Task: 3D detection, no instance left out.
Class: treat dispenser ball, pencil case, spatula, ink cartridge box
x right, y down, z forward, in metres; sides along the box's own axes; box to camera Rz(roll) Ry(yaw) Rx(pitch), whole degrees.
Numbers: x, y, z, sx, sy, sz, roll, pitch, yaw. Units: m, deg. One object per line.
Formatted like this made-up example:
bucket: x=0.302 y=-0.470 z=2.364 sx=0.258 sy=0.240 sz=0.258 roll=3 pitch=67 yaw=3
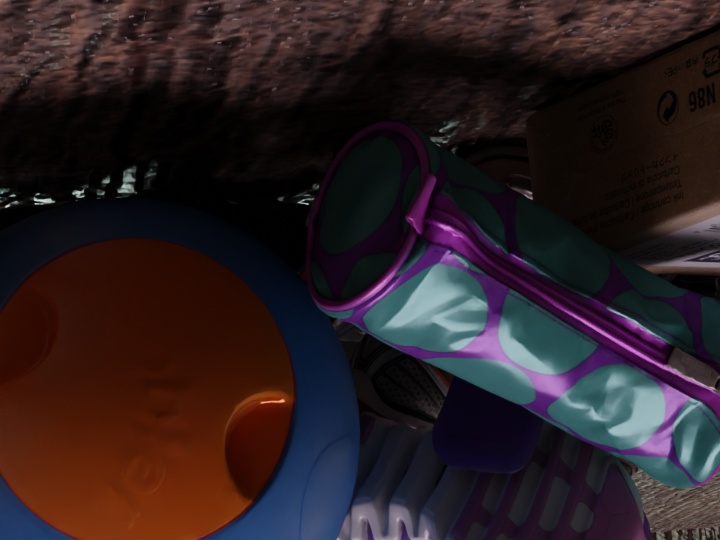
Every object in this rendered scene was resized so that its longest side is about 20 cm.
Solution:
treat dispenser ball: x=-0.100 y=0.070 z=1.151 sx=0.200 sy=0.202 sz=0.201 roll=-5 pitch=169 yaw=-1
pencil case: x=0.073 y=0.015 z=1.108 sx=0.200 sy=0.085 sz=0.092 roll=27 pitch=167 yaw=-29
spatula: x=0.091 y=0.011 z=1.220 sx=0.056 sy=0.200 sz=0.021 roll=2 pitch=134 yaw=38
ink cartridge box: x=0.193 y=-0.052 z=1.153 sx=0.164 sy=0.075 sz=0.200 roll=3 pitch=165 yaw=-32

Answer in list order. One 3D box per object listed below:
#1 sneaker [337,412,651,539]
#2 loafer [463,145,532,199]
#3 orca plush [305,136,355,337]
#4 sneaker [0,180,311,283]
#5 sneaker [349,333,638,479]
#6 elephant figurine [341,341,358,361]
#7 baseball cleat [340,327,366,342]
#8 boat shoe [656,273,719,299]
sneaker: x=0.050 y=0.117 z=1.216 sx=0.200 sy=0.081 sz=0.089 roll=5 pitch=141 yaw=40
loafer: x=0.107 y=0.019 z=1.299 sx=0.072 sy=0.063 sz=0.200 roll=-26 pitch=134 yaw=17
orca plush: x=0.000 y=0.000 z=1.222 sx=0.071 sy=0.105 sz=0.200 roll=-35 pitch=-179 yaw=6
sneaker: x=-0.110 y=-0.008 z=1.257 sx=0.199 sy=0.075 sz=0.084 roll=-7 pitch=165 yaw=-25
sneaker: x=0.073 y=0.070 z=1.338 sx=0.200 sy=0.082 sz=0.078 roll=21 pitch=-179 yaw=-45
elephant figurine: x=0.084 y=0.048 z=1.467 sx=0.199 sy=0.156 sz=0.141 roll=-7 pitch=160 yaw=25
baseball cleat: x=0.061 y=-0.013 z=1.354 sx=0.199 sy=0.070 sz=0.107 roll=-7 pitch=156 yaw=-18
boat shoe: x=0.153 y=0.011 z=1.278 sx=0.073 sy=0.063 sz=0.200 roll=-30 pitch=-171 yaw=31
